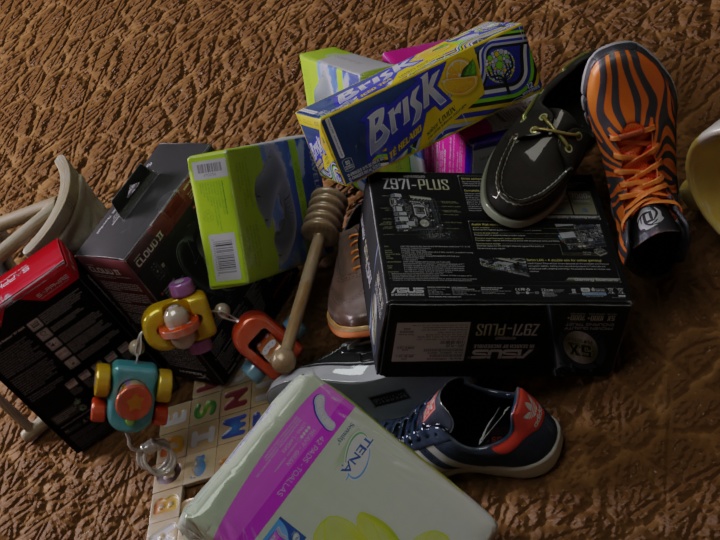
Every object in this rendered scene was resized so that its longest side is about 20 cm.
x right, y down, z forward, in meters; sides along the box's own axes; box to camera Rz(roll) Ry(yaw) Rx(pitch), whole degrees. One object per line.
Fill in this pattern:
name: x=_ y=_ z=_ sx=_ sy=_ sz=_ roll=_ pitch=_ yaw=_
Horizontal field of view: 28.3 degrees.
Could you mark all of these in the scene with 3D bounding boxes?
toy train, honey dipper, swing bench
toy train: x=-0.146 y=0.096 z=1.279 sx=0.200 sy=0.150 sz=0.056 roll=-44 pitch=19 yaw=1
honey dipper: x=-0.050 y=0.010 z=1.298 sx=0.038 sy=0.038 sz=0.200 roll=-7 pitch=49 yaw=28
swing bench: x=-0.310 y=0.030 z=1.417 sx=0.200 sy=0.199 sz=0.130 roll=-30 pitch=41 yaw=7

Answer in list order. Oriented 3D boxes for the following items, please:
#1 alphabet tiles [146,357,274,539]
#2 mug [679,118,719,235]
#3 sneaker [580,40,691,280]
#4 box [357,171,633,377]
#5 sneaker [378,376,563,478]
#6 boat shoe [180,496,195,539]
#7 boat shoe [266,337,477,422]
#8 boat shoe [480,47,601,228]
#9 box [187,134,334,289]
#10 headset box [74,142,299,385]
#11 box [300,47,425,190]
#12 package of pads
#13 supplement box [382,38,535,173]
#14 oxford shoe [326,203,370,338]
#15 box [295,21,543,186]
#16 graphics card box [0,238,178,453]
alphabet tiles: x=-0.116 y=0.158 z=1.311 sx=0.167 sy=0.008 sz=0.200 roll=-19 pitch=44 yaw=19
mug: x=0.352 y=-0.105 z=1.151 sx=0.186 sy=0.150 sz=0.153 roll=26 pitch=60 yaw=39
sneaker: x=0.229 y=-0.079 z=1.140 sx=0.077 sy=0.200 sz=0.112 roll=-15 pitch=35 yaw=11
box: x=0.105 y=0.001 z=1.186 sx=0.199 sy=0.086 sz=0.164 roll=0 pitch=43 yaw=-8
sneaker: x=0.060 y=0.127 z=1.163 sx=0.199 sy=0.085 sz=0.075 roll=-12 pitch=46 yaw=25
boat shoe: x=-0.060 y=0.211 z=1.182 sx=0.200 sy=0.073 sz=0.063 roll=-13 pitch=68 yaw=31
boat shoe: x=0.012 y=0.086 z=1.244 sx=0.199 sy=0.074 sz=0.068 roll=-17 pitch=35 yaw=30
boat shoe: x=0.163 y=-0.117 z=1.201 sx=0.072 sy=0.061 sz=0.201 roll=32 pitch=53 yaw=7
box: x=-0.085 y=-0.060 z=1.338 sx=0.048 sy=0.122 sz=0.200 roll=-6 pitch=7 yaw=25
headset box: x=-0.164 y=-0.013 z=1.353 sx=0.077 sy=0.200 sz=0.149 roll=4 pitch=52 yaw=41
box: x=0.001 y=-0.144 z=1.385 sx=0.048 sy=0.122 sz=0.200 roll=-14 pitch=18 yaw=-17
package of pads: x=-0.013 y=0.191 z=1.074 sx=0.155 sy=0.200 sz=0.068 roll=-50 pitch=0 yaw=-24
supplement box: x=0.104 y=-0.132 z=1.346 sx=0.101 sy=0.104 sz=0.200 roll=-14 pitch=38 yaw=-17
oxford shoe: x=0.000 y=0.000 z=1.283 sx=0.071 sy=0.073 sz=0.200 roll=-9 pitch=23 yaw=2
box: x=0.051 y=-0.145 z=1.223 sx=0.200 sy=0.064 sz=0.070 roll=-28 pitch=19 yaw=-15
graphics card box: x=-0.276 y=0.074 z=1.351 sx=0.125 sy=0.200 sz=0.051 roll=-35 pitch=41 yaw=2
